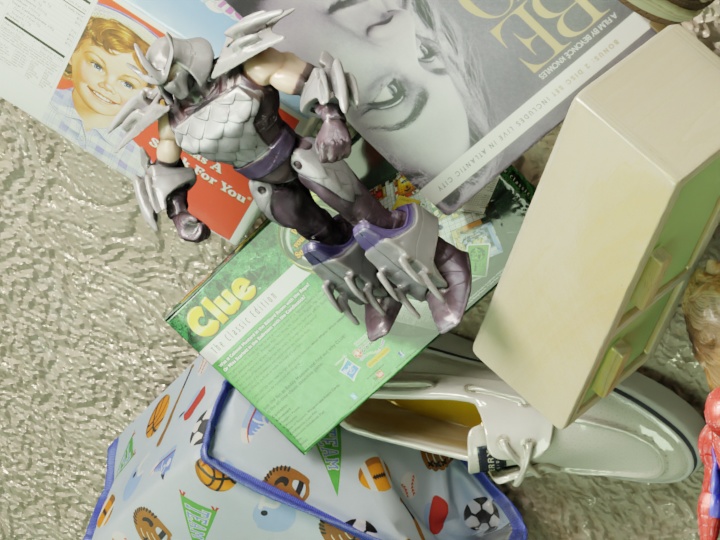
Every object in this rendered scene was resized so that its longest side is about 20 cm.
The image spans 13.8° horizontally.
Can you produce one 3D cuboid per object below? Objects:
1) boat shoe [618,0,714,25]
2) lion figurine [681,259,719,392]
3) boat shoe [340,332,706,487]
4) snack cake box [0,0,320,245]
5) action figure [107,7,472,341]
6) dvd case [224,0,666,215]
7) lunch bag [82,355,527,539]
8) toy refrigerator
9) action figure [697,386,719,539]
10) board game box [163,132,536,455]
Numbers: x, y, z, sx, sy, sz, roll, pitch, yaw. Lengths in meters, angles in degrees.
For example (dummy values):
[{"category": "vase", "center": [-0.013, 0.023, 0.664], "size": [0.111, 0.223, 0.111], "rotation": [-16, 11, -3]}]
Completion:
[{"category": "boat shoe", "center": [0.105, -0.195, 1.261], "size": [0.075, 0.075, 0.202], "rotation": [-22, 115, 37]}, {"category": "lion figurine", "center": [0.209, 0.080, 1.456], "size": [0.122, 0.072, 0.200], "rotation": [9, 128, 6]}, {"category": "boat shoe", "center": [0.079, 0.082, 1.547], "size": [0.200, 0.070, 0.071], "rotation": [16, 137, 20]}, {"category": "snack cake box", "center": [-0.112, -0.115, 1.480], "size": [0.200, 0.067, 0.115], "rotation": [33, 137, 0]}, {"category": "action figure", "center": [-0.034, -0.046, 1.400], "size": [0.130, 0.069, 0.200], "rotation": [-23, 127, 40]}, {"category": "dvd case", "center": [0.021, -0.135, 1.384], "size": [0.200, 0.016, 0.149], "rotation": [43, 122, -12]}, {"category": "lunch bag", "center": [-0.030, 0.143, 1.644], "size": [0.200, 0.124, 0.170], "rotation": [28, 141, -18]}, {"category": "toy refrigerator", "center": [0.123, -0.015, 1.401], "size": [0.070, 0.076, 0.200], "rotation": [42, 145, 17]}, {"category": "action figure", "center": [0.202, 0.141, 1.416], "size": [0.065, 0.099, 0.200], "rotation": [-7, 132, 32]}, {"category": "board game box", "center": [0.000, 0.000, 1.505], "size": [0.105, 0.023, 0.200], "rotation": [44, 121, -8]}]
